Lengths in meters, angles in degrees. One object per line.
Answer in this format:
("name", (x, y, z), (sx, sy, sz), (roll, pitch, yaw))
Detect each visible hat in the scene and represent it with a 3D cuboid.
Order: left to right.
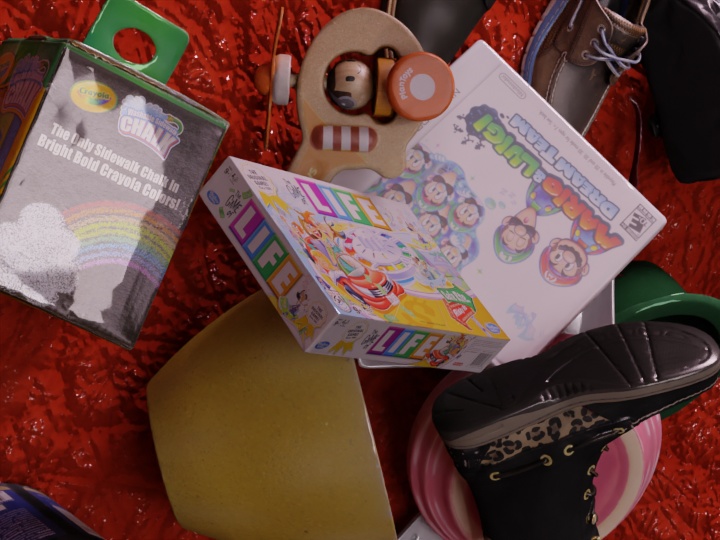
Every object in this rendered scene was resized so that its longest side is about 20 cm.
("hat", (0.209, 0.012, 1.324), (0.199, 0.177, 0.165), (-35, 139, 15))

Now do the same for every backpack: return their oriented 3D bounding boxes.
("backpack", (0.336, -0.181, 1.311), (0.199, 0.153, 0.165), (-30, 110, -44))

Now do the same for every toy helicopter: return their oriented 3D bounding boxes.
("toy helicopter", (-0.032, -0.092, 1.114), (0.131, 0.079, 0.201), (30, 91, -9))

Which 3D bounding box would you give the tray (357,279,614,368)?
("tray", (0.093, 0.018, 1.198), (0.197, 0.022, 0.109), (0, 89, -9))

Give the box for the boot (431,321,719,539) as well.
("boot", (0.162, 0.127, 1.131), (0.201, 0.074, 0.155), (-16, 123, 2))

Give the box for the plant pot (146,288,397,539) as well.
("plant pot", (-0.065, 0.108, 1.086), (0.140, 0.200, 0.202), (-15, 108, -2))

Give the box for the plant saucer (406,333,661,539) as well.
("plant saucer", (0.135, 0.145, 1.203), (0.198, 0.051, 0.203), (-4, 119, -8))

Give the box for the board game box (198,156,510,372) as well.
("board game box", (0.000, 0.000, 1.031), (0.034, 0.135, 0.199), (-48, 150, 20))

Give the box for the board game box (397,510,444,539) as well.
("board game box", (0.082, 0.271, 1.284), (0.200, 0.026, 0.201), (-44, 117, -18))

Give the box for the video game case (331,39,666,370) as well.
("video game case", (0.097, -0.046, 1.178), (0.200, 0.024, 0.182), (45, 71, 7))

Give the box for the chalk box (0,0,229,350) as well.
("chalk box", (-0.176, -0.072, 1.010), (0.124, 0.123, 0.202), (26, 83, -31))

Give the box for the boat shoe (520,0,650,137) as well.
("boat shoe", (0.182, -0.185, 1.241), (0.072, 0.072, 0.202), (16, 90, -33))

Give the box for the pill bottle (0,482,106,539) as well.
("pill bottle", (-0.197, 0.210, 0.997), (0.111, 0.199, 0.113), (-6, 102, -31))

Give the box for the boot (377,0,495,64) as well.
("boot", (0.097, -0.222, 1.144), (0.077, 0.138, 0.202), (28, 84, -32))
